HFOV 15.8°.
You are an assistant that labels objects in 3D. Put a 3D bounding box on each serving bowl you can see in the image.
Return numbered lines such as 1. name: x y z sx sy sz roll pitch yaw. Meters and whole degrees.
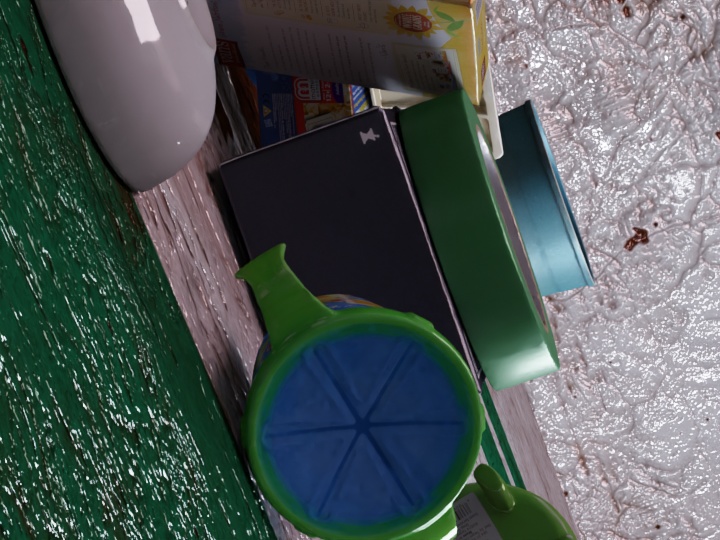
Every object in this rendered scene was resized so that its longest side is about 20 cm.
1. serving bowl: -0.123 -0.147 1.393 0.200 0.066 0.201 -20 90 -84

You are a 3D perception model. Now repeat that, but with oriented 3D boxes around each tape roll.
1. tape roll: 0.081 -0.020 1.742 0.200 0.048 0.201 -19 90 -84

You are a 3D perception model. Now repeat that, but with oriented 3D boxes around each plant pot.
1. plant pot: 0.120 -0.048 2.648 0.200 0.187 0.201 -20 90 -83

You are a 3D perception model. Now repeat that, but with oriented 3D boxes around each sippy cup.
1. sippy cup: -0.007 0.074 1.498 0.130 0.139 0.179 -125 -142 -73

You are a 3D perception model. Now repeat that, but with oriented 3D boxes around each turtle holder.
1. turtle holder: 0.112 0.237 1.815 0.185 0.141 0.132 23 -20 30

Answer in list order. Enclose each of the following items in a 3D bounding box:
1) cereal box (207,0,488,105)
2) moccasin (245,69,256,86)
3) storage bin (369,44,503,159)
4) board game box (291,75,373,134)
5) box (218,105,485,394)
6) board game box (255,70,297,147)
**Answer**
1. cereal box: -0.016 -0.172 1.743 0.144 0.199 0.040 80 22 -67
2. moccasin: -0.084 -0.234 1.995 0.068 0.080 0.201 -72 158 -57
3. storage bin: 0.064 -0.212 1.888 0.199 0.093 0.200 77 18 -50
4. board game box: -0.001 -0.079 1.933 0.152 0.046 0.201 -55 142 -63
5. box: 0.000 0.000 1.747 0.198 0.123 0.201 -26 97 -85
6. board game box: -0.043 -0.181 1.931 0.135 0.034 0.201 -45 134 -66
